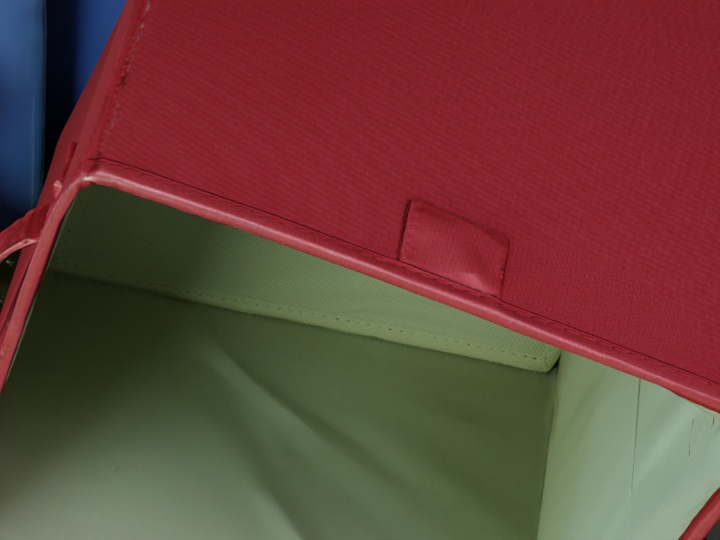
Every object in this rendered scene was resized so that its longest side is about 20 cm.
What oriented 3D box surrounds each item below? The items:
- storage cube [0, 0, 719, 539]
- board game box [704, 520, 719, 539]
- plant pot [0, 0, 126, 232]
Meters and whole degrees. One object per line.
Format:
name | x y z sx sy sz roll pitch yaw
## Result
storage cube | 0.000 0.000 0.770 0.200 0.171 0.180 21 43 -7
board game box | 0.129 0.077 0.854 0.035 0.126 0.200 -12 60 -22
plant pot | -0.095 -0.139 0.911 0.180 0.200 0.200 -29 67 -22
